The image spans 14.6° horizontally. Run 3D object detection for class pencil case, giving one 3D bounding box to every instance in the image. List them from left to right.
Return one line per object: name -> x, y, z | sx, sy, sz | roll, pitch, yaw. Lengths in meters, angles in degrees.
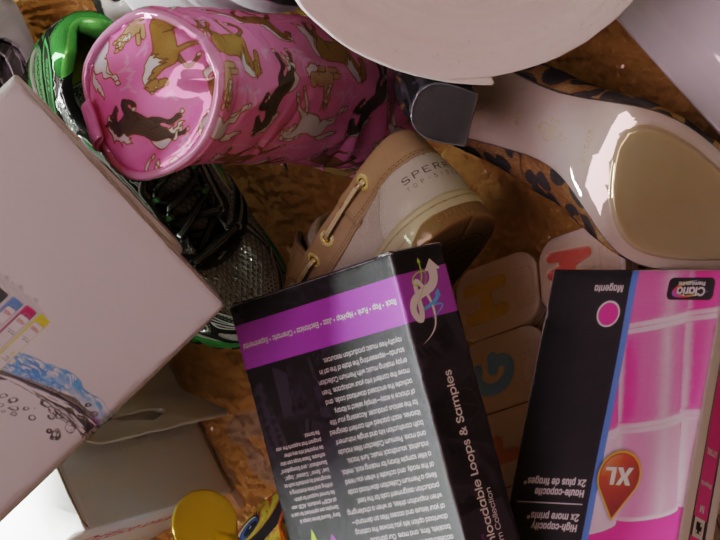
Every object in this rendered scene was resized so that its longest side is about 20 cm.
pencil case -> -0.049, -0.084, 1.342 | 0.083, 0.200, 0.087 | 31, 106, 26

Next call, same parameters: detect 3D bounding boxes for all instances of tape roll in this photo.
tape roll -> 0.044, -0.188, 1.245 | 0.071, 0.202, 0.203 | -118, 43, -64

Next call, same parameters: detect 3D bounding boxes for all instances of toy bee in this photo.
toy bee -> -0.048, 0.148, 1.427 | 0.109, 0.131, 0.200 | -52, 38, -5

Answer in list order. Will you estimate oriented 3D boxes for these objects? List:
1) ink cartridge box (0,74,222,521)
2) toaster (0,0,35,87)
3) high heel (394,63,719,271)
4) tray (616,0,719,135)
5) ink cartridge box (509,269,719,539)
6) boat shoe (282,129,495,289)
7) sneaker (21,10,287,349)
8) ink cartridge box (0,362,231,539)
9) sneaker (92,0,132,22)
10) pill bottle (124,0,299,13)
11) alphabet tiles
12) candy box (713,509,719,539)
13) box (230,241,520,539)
ink cartridge box -> -0.183, 0.028, 1.323 | 0.200, 0.147, 0.145 | -43, 95, -3
toaster -> -0.253, -0.039, 1.488 | 0.119, 0.180, 0.201 | -33, 77, 55
high heel -> 0.112, -0.060, 1.336 | 0.199, 0.143, 0.072 | 22, 102, -6
tray -> 0.179, -0.125, 1.290 | 0.200, 0.022, 0.107 | 51, 120, 18
ink cartridge box -> 0.116, 0.097, 1.270 | 0.094, 0.037, 0.201 | 0, 72, 37
boat shoe -> 0.000, 0.000, 1.370 | 0.067, 0.074, 0.200 | 61, 142, 16
sneaker -> -0.107, -0.045, 1.435 | 0.200, 0.078, 0.085 | 51, 163, 6
ink cartridge box -> -0.180, 0.103, 1.502 | 0.200, 0.128, 0.126 | -32, 78, 31
sneaker -> -0.141, -0.177, 1.467 | 0.074, 0.080, 0.200 | -40, 76, 29
pill bottle -> -0.030, -0.197, 1.366 | 0.200, 0.114, 0.114 | -34, 77, 33
alphabet tiles -> 0.093, 0.078, 1.327 | 0.195, 0.015, 0.201 | -20, 59, 32
candy box -> 0.182, 0.155, 1.302 | 0.199, 0.061, 0.137 | -11, 88, 36
box -> 0.012, 0.098, 1.294 | 0.143, 0.036, 0.201 | -17, 86, 55
